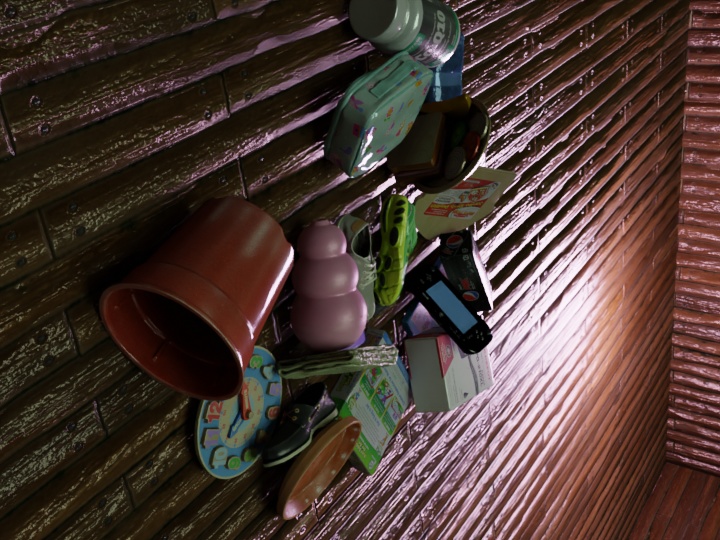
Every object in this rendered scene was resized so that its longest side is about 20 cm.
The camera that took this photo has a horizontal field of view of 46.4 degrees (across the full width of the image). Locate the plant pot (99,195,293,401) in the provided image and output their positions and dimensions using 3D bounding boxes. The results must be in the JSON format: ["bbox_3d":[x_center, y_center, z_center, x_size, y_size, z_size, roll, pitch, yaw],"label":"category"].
[{"bbox_3d":[-0.190,0.023,1.064,0.196,0.198,0.203,-60,143,-39],"label":"plant pot"}]

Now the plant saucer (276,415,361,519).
[{"bbox_3d":[-0.072,0.323,1.397,0.200,0.032,0.201,-46,160,-22],"label":"plant saucer"}]

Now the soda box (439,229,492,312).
[{"bbox_3d":[0.215,0.006,1.705,0.201,0.070,0.064,62,25,-48],"label":"soda box"}]

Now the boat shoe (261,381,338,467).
[{"bbox_3d":[-0.103,0.244,1.336,0.201,0.073,0.064,-39,109,-58],"label":"boat shoe"}]

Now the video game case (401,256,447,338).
[{"bbox_3d":[0.154,0.074,1.733,0.201,0.018,0.144,-57,142,-29],"label":"video game case"}]

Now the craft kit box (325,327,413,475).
[{"bbox_3d":[0.018,0.244,1.559,0.199,0.048,0.201,-60,143,-30],"label":"craft kit box"}]

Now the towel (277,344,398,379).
[{"bbox_3d":[-0.033,0.148,1.351,0.199,0.146,0.037,4,76,-66],"label":"towel"}]

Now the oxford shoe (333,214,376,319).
[{"bbox_3d":[0.000,0.000,1.439,0.075,0.057,0.203,-42,131,-46],"label":"oxford shoe"}]

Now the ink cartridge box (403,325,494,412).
[{"bbox_3d":[0.180,0.186,1.681,0.199,0.083,0.147,-15,95,-55],"label":"ink cartridge box"}]

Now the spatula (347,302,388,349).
[{"bbox_3d":[0.016,0.084,1.524,0.200,0.020,0.057,-40,115,-47],"label":"spatula"}]

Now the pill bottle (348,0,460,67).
[{"bbox_3d":[0.073,-0.407,1.382,0.199,0.112,0.115,-2,102,-55],"label":"pill bottle"}]

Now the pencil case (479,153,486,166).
[{"bbox_3d":[0.200,-0.218,1.605,0.200,0.086,0.088,69,42,-67],"label":"pencil case"}]

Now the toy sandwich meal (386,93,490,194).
[{"bbox_3d":[0.135,-0.226,1.459,0.070,0.204,0.208,28,76,-38],"label":"toy sandwich meal"}]

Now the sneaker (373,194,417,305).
[{"bbox_3d":[0.070,-0.034,1.524,0.083,0.073,0.203,9,91,-52],"label":"sneaker"}]

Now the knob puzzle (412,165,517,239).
[{"bbox_3d":[0.177,-0.133,1.609,0.219,0.218,0.031,34,28,-54],"label":"knob puzzle"}]

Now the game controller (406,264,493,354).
[{"bbox_3d":[0.173,0.075,1.630,0.042,0.200,0.104,-48,167,30],"label":"game controller"}]

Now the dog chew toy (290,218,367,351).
[{"bbox_3d":[-0.055,0.021,1.320,0.124,0.123,0.204,-20,108,-52],"label":"dog chew toy"}]

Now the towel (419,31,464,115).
[{"bbox_3d":[0.154,-0.348,1.580,0.111,0.048,0.204,-15,112,-53],"label":"towel"}]

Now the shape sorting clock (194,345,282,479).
[{"bbox_3d":[-0.177,0.212,1.258,0.199,0.039,0.203,-23,118,-51],"label":"shape sorting clock"}]

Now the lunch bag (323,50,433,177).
[{"bbox_3d":[0.030,-0.256,1.341,0.200,0.077,0.161,-44,163,-38],"label":"lunch bag"}]
